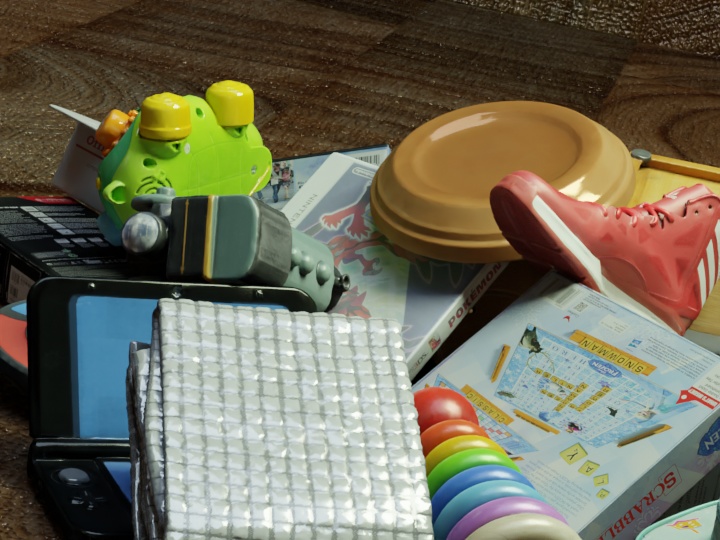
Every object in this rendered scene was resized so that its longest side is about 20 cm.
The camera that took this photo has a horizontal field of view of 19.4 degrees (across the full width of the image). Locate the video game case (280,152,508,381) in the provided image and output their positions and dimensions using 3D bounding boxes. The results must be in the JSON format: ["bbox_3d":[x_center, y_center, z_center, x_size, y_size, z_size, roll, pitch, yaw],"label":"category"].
[{"bbox_3d":[0.000,0.000,1.577,0.200,0.023,0.182,21,59,38],"label":"video game case"}]

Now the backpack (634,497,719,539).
[{"bbox_3d":[0.238,0.190,1.127,0.200,0.154,0.176,16,21,41],"label":"backpack"}]

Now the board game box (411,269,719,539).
[{"bbox_3d":[0.119,0.104,1.334,0.199,0.041,0.200,-38,37,-16],"label":"board game box"}]

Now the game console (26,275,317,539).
[{"bbox_3d":[-0.098,0.089,1.309,0.200,0.117,0.176,2,18,-24],"label":"game console"}]

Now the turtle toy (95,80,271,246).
[{"bbox_3d":[-0.136,-0.077,1.630,0.101,0.146,0.200,12,18,33],"label":"turtle toy"}]

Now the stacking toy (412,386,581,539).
[{"bbox_3d":[0.065,0.134,1.239,0.085,0.086,0.200,5,23,-18],"label":"stacking toy"}]

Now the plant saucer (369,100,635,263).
[{"bbox_3d":[0.104,-0.074,1.568,0.200,0.038,0.200,-8,32,5],"label":"plant saucer"}]

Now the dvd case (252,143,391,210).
[{"bbox_3d":[-0.045,-0.023,1.667,0.142,0.018,0.200,-8,43,8],"label":"dvd case"}]

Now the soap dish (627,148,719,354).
[{"bbox_3d":[0.249,-0.018,1.599,0.157,0.081,0.200,13,27,10],"label":"soap dish"}]

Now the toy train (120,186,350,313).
[{"bbox_3d":[-0.086,-0.003,1.472,0.114,0.085,0.200,-1,-14,24],"label":"toy train"}]

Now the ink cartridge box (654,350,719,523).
[{"bbox_3d":[0.198,0.111,1.474,0.175,0.084,0.200,17,17,24],"label":"ink cartridge box"}]

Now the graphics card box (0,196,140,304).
[{"bbox_3d":[-0.235,-0.007,1.661,0.125,0.051,0.200,-3,20,-39],"label":"graphics card box"}]

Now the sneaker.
[{"bbox_3d":[0.178,-0.035,1.454,0.200,0.116,0.078,43,-11,-38],"label":"sneaker"}]

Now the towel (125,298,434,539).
[{"bbox_3d":[-0.053,0.113,1.233,0.165,0.086,0.200,5,42,-14],"label":"towel"}]

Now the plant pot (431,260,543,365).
[{"bbox_3d":[0.104,0.004,1.651,0.186,0.187,0.200,10,28,-2],"label":"plant pot"}]

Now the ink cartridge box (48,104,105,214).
[{"bbox_3d":[-0.175,-0.069,1.773,0.116,0.067,0.200,27,5,38],"label":"ink cartridge box"}]

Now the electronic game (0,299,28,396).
[{"bbox_3d":[-0.166,0.062,1.477,0.200,0.042,0.200,13,17,-4],"label":"electronic game"}]
